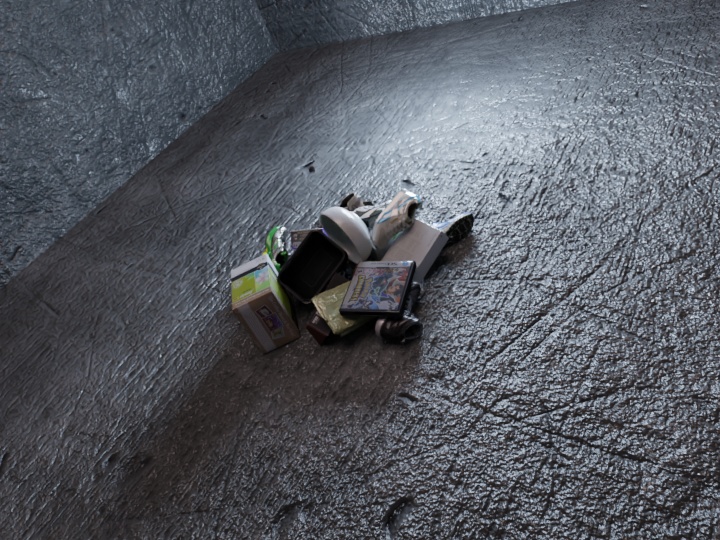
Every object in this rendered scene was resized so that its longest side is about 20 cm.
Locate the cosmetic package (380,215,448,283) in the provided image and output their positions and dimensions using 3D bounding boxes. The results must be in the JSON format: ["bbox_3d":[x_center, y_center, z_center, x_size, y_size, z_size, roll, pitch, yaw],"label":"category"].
[{"bbox_3d":[0.153,-0.048,1.639,0.202,0.051,0.150,-56,39,0],"label":"cosmetic package"}]

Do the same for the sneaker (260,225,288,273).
[{"bbox_3d":[-0.267,-0.062,1.790,0.083,0.079,0.203,-4,53,17],"label":"sneaker"}]

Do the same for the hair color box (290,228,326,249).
[{"bbox_3d":[-0.151,-0.109,1.841,0.107,0.066,0.200,-4,3,14],"label":"hair color box"}]

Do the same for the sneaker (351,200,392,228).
[{"bbox_3d":[0.040,-0.164,1.742,0.196,0.067,0.091,-15,36,9],"label":"sneaker"}]

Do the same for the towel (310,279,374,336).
[{"bbox_3d":[-0.028,0.097,1.561,0.198,0.037,0.149,-23,59,-32],"label":"towel"}]

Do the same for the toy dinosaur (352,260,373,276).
[{"bbox_3d":[0.000,0.000,1.722,0.104,0.061,0.202,-15,38,17],"label":"toy dinosaur"}]

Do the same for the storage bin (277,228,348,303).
[{"bbox_3d":[-0.144,-0.011,1.682,0.134,0.094,0.201,38,92,6],"label":"storage bin"}]

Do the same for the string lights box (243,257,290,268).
[{"bbox_3d":[-0.308,0.018,1.851,0.196,0.059,0.105,-4,72,27],"label":"string lights box"}]

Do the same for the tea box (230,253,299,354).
[{"bbox_3d":[-0.290,0.101,1.656,0.132,0.202,0.198,-24,36,1],"label":"tea box"}]

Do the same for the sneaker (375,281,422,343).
[{"bbox_3d":[0.135,0.120,1.496,0.112,0.076,0.200,20,56,35],"label":"sneaker"}]

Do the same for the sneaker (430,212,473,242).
[{"bbox_3d":[0.263,-0.130,1.707,0.197,0.079,0.090,-28,39,-3],"label":"sneaker"}]

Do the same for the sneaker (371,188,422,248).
[{"bbox_3d":[0.108,-0.149,1.652,0.080,0.076,0.202,35,91,39],"label":"sneaker"}]

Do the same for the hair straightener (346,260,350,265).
[{"bbox_3d":[-0.069,-0.029,1.796,0.200,0.041,0.076,-46,22,-24],"label":"hair straightener"}]

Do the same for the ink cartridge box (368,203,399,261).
[{"bbox_3d":[0.073,-0.118,1.796,0.144,0.088,0.200,-32,39,-9],"label":"ink cartridge box"}]

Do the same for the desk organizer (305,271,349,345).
[{"bbox_3d":[-0.095,0.113,1.611,0.071,0.077,0.202,31,52,-3],"label":"desk organizer"}]

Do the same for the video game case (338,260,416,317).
[{"bbox_3d":[0.051,0.048,1.529,0.177,0.026,0.202,-1,43,23],"label":"video game case"}]

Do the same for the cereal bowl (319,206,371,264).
[{"bbox_3d":[-0.033,-0.120,1.692,0.083,0.201,0.199,-42,40,-13],"label":"cereal bowl"}]

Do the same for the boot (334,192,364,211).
[{"bbox_3d":[-0.002,-0.205,1.891,0.199,0.148,0.070,-41,38,-20],"label":"boot"}]

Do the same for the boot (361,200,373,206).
[{"bbox_3d":[-0.058,-0.217,2.004,0.197,0.078,0.139,-27,32,-3],"label":"boot"}]

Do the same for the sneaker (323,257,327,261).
[{"bbox_3d":[-0.149,-0.028,1.825,0.199,0.076,0.086,3,82,56],"label":"sneaker"}]
